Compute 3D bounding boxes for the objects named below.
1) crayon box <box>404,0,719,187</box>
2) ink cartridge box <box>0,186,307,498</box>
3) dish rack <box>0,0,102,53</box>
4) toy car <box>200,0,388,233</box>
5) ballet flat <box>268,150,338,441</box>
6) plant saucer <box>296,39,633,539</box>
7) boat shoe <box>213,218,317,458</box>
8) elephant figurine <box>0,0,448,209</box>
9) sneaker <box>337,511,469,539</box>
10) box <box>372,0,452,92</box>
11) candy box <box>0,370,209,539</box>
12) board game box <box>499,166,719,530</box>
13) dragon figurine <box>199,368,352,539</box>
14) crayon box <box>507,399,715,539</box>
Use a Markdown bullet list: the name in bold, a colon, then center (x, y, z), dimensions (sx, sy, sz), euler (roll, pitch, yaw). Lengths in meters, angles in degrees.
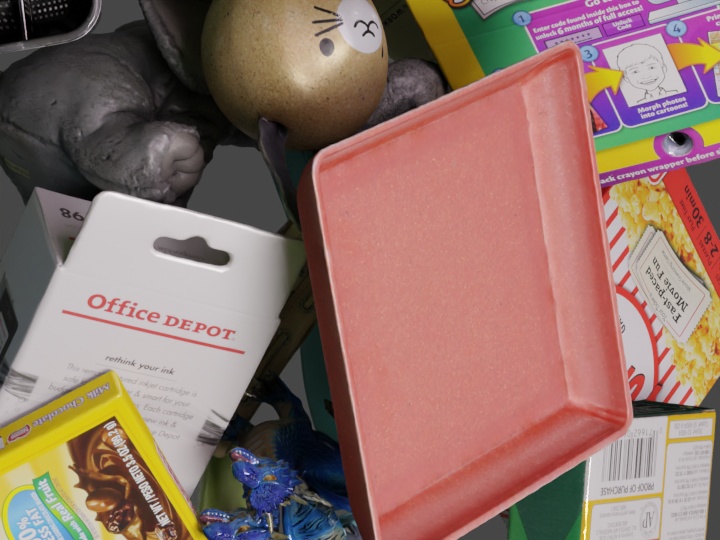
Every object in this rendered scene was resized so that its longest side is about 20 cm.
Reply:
- **crayon box**: center (0.138, -0.132, 1.505), dimensions (0.059, 0.199, 0.173), euler (-81, 150, -47)
- **ink cartridge box**: center (-0.116, 0.038, 1.392), dimensions (0.115, 0.201, 0.067), euler (14, 29, -27)
- **dish rack**: center (-0.203, -0.193, 1.421), dimensions (0.152, 0.055, 0.202), euler (-8, 83, 5)
- **toy car**: center (-0.018, -0.116, 1.384), dimensions (0.164, 0.157, 0.201), euler (-2, 78, -51)
- **ballet flat**: center (0.000, 0.000, 1.559), dimensions (0.073, 0.073, 0.201), euler (-7, 82, -35)
- **plant saucer**: center (0.045, 0.013, 1.390), dimensions (0.199, 0.037, 0.201), euler (-26, 113, -44)
- **boat shoe**: center (-0.021, 0.007, 1.492), dimensions (0.200, 0.073, 0.063), euler (-43, 86, 8)
- **elephant figurine**: center (-0.081, -0.092, 1.489), dimensions (0.200, 0.141, 0.156), euler (-48, 129, -29)
- **sneaker**: center (-0.012, 0.159, 1.523), dimensions (0.199, 0.077, 0.087), euler (19, 61, -39)
- **box**: center (0.074, -0.189, 1.569), dimensions (0.200, 0.176, 0.097), euler (36, 39, -23)
- **candy box**: center (-0.116, 0.146, 1.401), dimensions (0.102, 0.026, 0.201), euler (-26, 124, 2)
- **board game box**: center (0.126, 0.038, 1.626), dimensions (0.200, 0.046, 0.152), euler (-52, 127, -30)
- **dragon figurine**: center (-0.015, 0.109, 1.454), dimensions (0.199, 0.059, 0.100), euler (23, 33, -48)
- **crayon box**: center (0.127, 0.172, 1.562), dimensions (0.125, 0.051, 0.202), euler (0, 94, -53)
